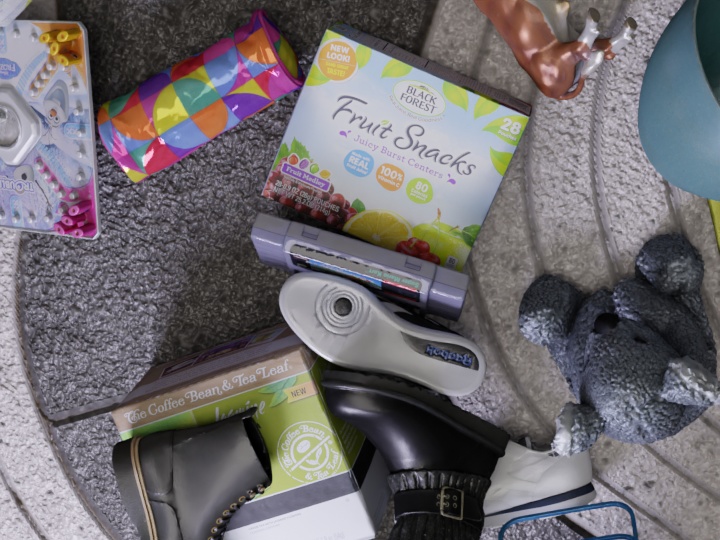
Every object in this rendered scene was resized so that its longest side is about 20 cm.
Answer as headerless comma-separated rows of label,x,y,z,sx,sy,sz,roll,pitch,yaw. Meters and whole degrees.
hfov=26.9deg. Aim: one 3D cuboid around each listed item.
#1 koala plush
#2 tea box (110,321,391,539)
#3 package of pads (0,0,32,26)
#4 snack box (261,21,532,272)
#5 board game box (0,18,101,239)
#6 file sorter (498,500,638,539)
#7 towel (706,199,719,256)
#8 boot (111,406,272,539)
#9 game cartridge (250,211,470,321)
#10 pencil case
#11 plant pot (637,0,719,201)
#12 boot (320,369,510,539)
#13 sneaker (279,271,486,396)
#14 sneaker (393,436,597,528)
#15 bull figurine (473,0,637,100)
koala plush,0.244,0.092,1.327,0.177,0.200,0.184,-21,101,13
tea box,-0.098,0.169,1.436,0.199,0.134,0.197,-20,101,14
package of pads,-0.340,-0.336,1.343,0.154,0.068,0.200,-43,76,14
snack box,0.033,-0.110,1.374,0.199,0.068,0.169,24,108,0
board game box,-0.334,-0.134,1.410,0.199,0.026,0.201,7,107,29
file sorter,0.212,0.330,1.404,0.138,0.123,0.201,-12,127,11
towel,0.382,0.015,1.382,0.086,0.018,0.201,-15,101,7
boot,-0.126,0.230,1.352,0.138,0.077,0.201,-18,103,10
game cartridge,0.000,0.000,1.379,0.199,0.130,0.039,17,84,5
pencil case,-0.150,-0.160,1.382,0.199,0.088,0.089,-26,100,14
plant pot,0.314,-0.136,1.276,0.200,0.200,0.135,47,141,-6
boot,0.038,0.189,1.354,0.211,0.079,0.158,26,74,-24
sneaker,0.014,0.061,1.390,0.199,0.112,0.073,25,89,-5
sneaker,0.125,0.205,1.452,0.199,0.076,0.081,-14,90,8
bull figurine,0.146,-0.241,1.313,0.200,0.065,0.121,50,139,-14
